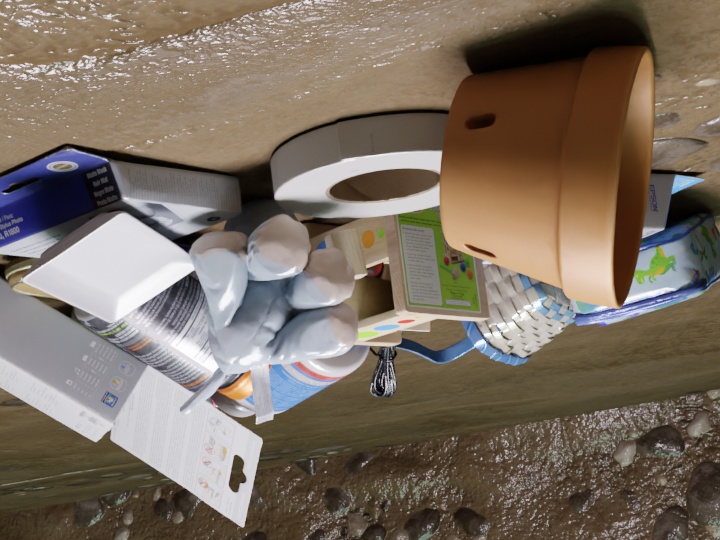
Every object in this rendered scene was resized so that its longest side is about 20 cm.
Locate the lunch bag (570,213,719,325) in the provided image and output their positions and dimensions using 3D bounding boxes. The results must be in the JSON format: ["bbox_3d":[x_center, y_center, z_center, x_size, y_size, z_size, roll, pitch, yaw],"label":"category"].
[{"bbox_3d":[0.316,0.000,1.781,0.161,0.083,0.200,-16,-177,24],"label":"lunch bag"}]

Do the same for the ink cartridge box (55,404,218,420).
[{"bbox_3d":[-0.275,0.124,1.946,0.200,0.084,0.176,-4,-167,-12],"label":"ink cartridge box"}]

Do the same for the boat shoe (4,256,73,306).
[{"bbox_3d":[-0.267,0.022,1.662,0.200,0.076,0.072,1,168,-25],"label":"boat shoe"}]

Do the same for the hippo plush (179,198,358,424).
[{"bbox_3d":[-0.076,0.020,1.508,0.159,0.200,0.161,6,-156,2],"label":"hippo plush"}]

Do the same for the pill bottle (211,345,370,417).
[{"bbox_3d":[-0.087,0.092,1.751,0.112,0.112,0.200,3,156,-37],"label":"pill bottle"}]

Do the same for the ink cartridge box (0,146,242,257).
[{"bbox_3d":[-0.243,-0.052,1.434,0.199,0.041,0.200,-18,163,39],"label":"ink cartridge box"}]

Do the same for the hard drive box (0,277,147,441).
[{"bbox_3d":[-0.341,0.094,1.714,0.200,0.077,0.156,31,160,-8],"label":"hard drive box"}]

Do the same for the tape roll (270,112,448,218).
[{"bbox_3d":[0.020,-0.090,1.419,0.202,0.037,0.203,-6,167,-1],"label":"tape roll"}]

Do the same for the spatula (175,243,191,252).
[{"bbox_3d":[-0.120,-0.018,1.692,0.200,0.021,0.056,0,178,-38],"label":"spatula"}]

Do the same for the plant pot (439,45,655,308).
[{"bbox_3d":[0.145,-0.079,1.242,0.140,0.200,0.200,8,172,17],"label":"plant pot"}]

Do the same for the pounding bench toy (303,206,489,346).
[{"bbox_3d":[0.000,0.000,1.606,0.200,0.124,0.156,6,162,-45],"label":"pounding bench toy"}]

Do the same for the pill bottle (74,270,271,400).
[{"bbox_3d":[-0.181,0.055,1.616,0.200,0.106,0.106,37,143,-30],"label":"pill bottle"}]

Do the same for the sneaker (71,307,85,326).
[{"bbox_3d":[-0.236,0.054,1.841,0.200,0.076,0.092,-8,162,-5],"label":"sneaker"}]

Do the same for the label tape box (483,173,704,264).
[{"bbox_3d":[0.238,-0.052,1.649,0.200,0.066,0.143,2,165,-30],"label":"label tape box"}]

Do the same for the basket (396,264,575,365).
[{"bbox_3d":[0.138,0.044,1.814,0.200,0.139,0.176,-33,158,17],"label":"basket"}]

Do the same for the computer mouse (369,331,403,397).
[{"bbox_3d":[-0.031,0.048,1.786,0.046,0.200,0.141,-23,138,-35],"label":"computer mouse"}]

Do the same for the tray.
[{"bbox_3d":[-0.222,-0.006,1.436,0.107,0.022,0.200,-34,162,5],"label":"tray"}]

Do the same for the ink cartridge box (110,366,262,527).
[{"bbox_3d":[-0.192,0.179,1.822,0.200,0.057,0.163,27,134,14],"label":"ink cartridge box"}]
